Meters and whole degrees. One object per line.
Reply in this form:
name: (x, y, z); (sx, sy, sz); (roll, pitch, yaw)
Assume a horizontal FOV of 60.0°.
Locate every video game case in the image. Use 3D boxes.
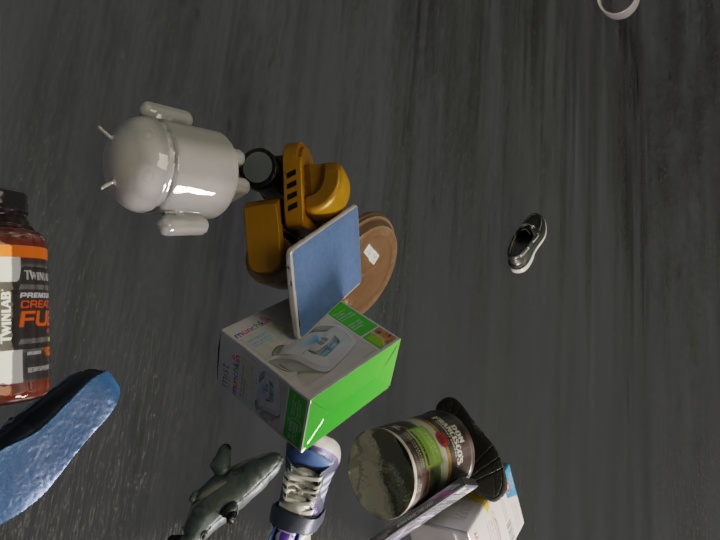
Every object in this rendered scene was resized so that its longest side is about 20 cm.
video game case: (0.109, 0.419, 1.074); (0.019, 0.198, 0.143); (57, 6, 26)

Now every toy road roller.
toy road roller: (-0.087, -0.081, 0.892); (0.123, 0.142, 0.206); (35, 51, -79)

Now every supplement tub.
supplement tub: (-0.360, 0.025, 0.605); (0.106, 0.105, 0.206); (0, 87, -51)

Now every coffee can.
coffee can: (0.093, 0.338, 1.107); (0.198, 0.144, 0.151); (1, 85, -51)

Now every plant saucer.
plant saucer: (0.000, 0.000, 1.046); (0.199, 0.029, 0.204); (-36, 141, -36)

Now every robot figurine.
robot figurine: (-0.232, -0.125, 0.776); (0.198, 0.112, 0.174); (2, 69, -51)

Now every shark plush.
shark plush: (-0.186, 0.304, 0.810); (0.199, 0.082, 0.093); (-29, 109, -49)

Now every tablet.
tablet: (-0.047, -0.004, 0.889); (0.200, 0.013, 0.133); (-42, 135, -55)

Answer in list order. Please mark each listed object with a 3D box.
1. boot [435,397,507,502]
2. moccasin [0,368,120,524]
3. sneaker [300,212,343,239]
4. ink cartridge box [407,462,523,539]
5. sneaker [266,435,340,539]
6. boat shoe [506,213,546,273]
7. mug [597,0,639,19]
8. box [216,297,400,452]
boot: (0.221, 0.354, 1.231); (0.206, 0.073, 0.154); (59, -2, 22)
moccasin: (-0.339, 0.184, 0.648); (0.200, 0.067, 0.082); (-43, 126, -43)
sneaker: (-0.045, -0.047, 1.038); (0.199, 0.073, 0.089); (34, 75, -53)
ink cartridge box: (0.210, 0.497, 1.235); (0.199, 0.144, 0.150); (-35, 113, -47)
sneaker: (-0.084, 0.324, 0.879); (0.202, 0.079, 0.149); (101, 5, -56)
boat shoe: (0.439, -0.086, 1.643); (0.061, 0.074, 0.202); (57, 45, -37)
mug: (0.981, -1.062, 2.391); (0.202, 0.147, 0.174); (56, 30, 12)
box: (-0.072, 0.128, 0.884); (0.198, 0.175, 0.099); (-24, 137, -46)
